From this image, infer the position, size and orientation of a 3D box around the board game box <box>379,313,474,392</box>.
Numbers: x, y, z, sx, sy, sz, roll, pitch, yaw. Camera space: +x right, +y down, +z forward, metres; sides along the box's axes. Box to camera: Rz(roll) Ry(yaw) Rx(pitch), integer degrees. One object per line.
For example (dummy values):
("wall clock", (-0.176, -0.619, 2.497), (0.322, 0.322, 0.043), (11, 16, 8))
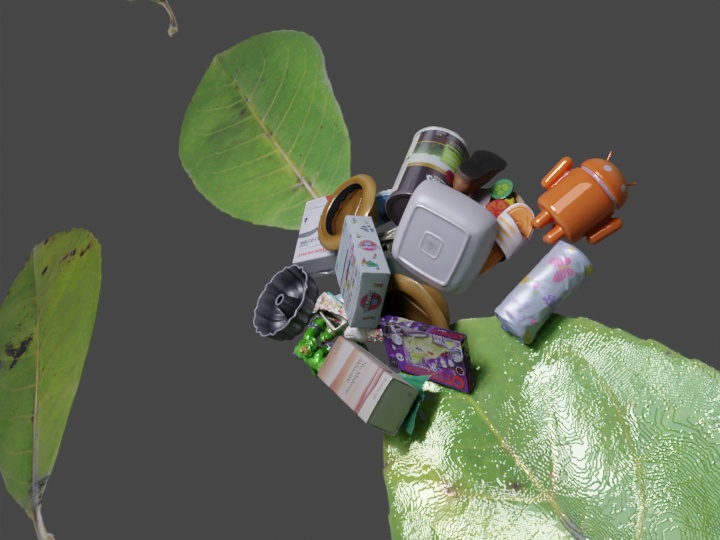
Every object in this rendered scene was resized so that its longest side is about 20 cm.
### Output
("board game box", (0.129, 0.162, 1.117), (0.198, 0.122, 0.032), (11, 39, 42))

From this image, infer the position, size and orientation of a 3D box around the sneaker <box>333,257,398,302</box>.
("sneaker", (0.004, 0.034, 1.330), (0.197, 0.074, 0.120), (-15, 59, 20))

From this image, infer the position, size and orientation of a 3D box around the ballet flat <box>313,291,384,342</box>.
("ballet flat", (-0.027, 0.117, 1.234), (0.199, 0.076, 0.064), (29, 66, 35))

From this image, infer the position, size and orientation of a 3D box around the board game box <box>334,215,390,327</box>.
("board game box", (0.000, 0.000, 1.194), (0.201, 0.063, 0.149), (-106, 22, -50))

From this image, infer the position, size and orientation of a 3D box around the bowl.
("bowl", (0.158, -0.059, 1.138), (0.199, 0.074, 0.202), (33, 122, 18))

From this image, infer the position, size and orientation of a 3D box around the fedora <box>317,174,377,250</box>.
("fedora", (-0.016, -0.129, 1.350), (0.199, 0.081, 0.203), (-28, 47, 35))

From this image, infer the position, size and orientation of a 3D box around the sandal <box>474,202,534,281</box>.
("sandal", (0.275, -0.046, 1.142), (0.079, 0.059, 0.207), (45, 103, 4))

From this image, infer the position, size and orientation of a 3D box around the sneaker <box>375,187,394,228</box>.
("sneaker", (0.086, -0.157, 1.395), (0.199, 0.078, 0.091), (-33, 49, 17))

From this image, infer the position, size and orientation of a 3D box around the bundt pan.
("bundt pan", (-0.180, 0.091, 1.427), (0.200, 0.075, 0.204), (-30, 42, 31))

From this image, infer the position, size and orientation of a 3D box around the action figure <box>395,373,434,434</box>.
("action figure", (0.061, 0.251, 1.154), (0.198, 0.054, 0.120), (9, 69, 49))

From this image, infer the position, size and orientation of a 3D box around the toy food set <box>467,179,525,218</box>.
("toy food set", (0.268, -0.105, 1.234), (0.198, 0.049, 0.201), (-21, 51, 27))

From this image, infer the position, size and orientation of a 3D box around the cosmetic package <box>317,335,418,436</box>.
("cosmetic package", (0.010, 0.224, 1.117), (0.199, 0.087, 0.104), (27, 85, 53))

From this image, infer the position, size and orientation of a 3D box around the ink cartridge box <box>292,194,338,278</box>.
("ink cartridge box", (-0.085, -0.094, 1.483), (0.142, 0.084, 0.203), (-11, 56, 32))

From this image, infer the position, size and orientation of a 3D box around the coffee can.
("coffee can", (0.155, -0.203, 1.283), (0.145, 0.147, 0.202), (0, 55, 38))

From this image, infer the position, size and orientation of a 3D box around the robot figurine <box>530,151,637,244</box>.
("robot figurine", (0.424, -0.135, 1.080), (0.199, 0.116, 0.145), (-39, 45, 10))

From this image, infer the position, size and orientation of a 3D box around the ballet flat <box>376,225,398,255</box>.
("ballet flat", (0.057, -0.062, 1.364), (0.198, 0.067, 0.063), (-19, 61, 28))

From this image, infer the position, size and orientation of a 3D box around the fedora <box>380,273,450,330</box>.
("fedora", (0.123, 0.087, 1.165), (0.199, 0.204, 0.081), (14, 34, 43))

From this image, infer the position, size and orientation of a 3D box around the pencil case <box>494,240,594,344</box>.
("pencil case", (0.343, 0.042, 1.048), (0.091, 0.083, 0.200), (42, 92, 11))

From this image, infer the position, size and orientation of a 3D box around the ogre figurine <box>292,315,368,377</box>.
("ogre figurine", (-0.077, 0.180, 1.290), (0.199, 0.099, 0.120), (35, 67, 31))

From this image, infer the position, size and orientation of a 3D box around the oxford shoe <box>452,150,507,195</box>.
("oxford shoe", (0.262, -0.218, 1.258), (0.071, 0.199, 0.072), (42, 134, 19))
